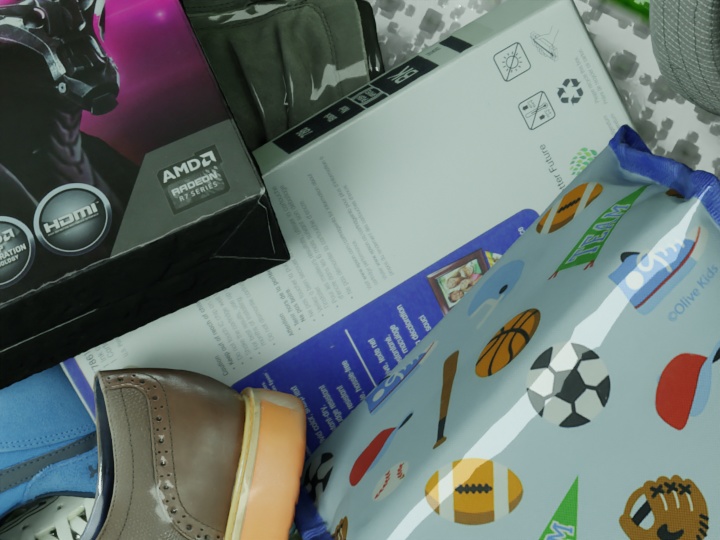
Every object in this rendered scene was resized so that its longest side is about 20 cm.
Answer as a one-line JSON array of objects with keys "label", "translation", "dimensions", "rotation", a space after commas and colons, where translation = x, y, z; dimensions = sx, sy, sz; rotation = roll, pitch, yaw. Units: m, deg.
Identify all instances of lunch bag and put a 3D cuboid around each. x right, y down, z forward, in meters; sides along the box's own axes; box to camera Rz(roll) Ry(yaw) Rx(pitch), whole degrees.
[{"label": "lunch bag", "translation": [0.102, 0.084, 0.922], "dimensions": [0.200, 0.124, 0.170], "rotation": [42, 94, -17]}]

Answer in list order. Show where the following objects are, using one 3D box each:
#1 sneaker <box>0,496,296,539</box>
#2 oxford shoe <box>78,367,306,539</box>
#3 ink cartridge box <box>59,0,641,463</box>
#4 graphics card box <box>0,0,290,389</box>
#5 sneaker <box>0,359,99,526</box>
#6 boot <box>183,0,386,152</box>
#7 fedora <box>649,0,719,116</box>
[{"label": "sneaker", "translation": [-0.096, 0.107, 0.992], "dimensions": [0.200, 0.072, 0.072], "rotation": [-39, 78, 6]}, {"label": "oxford shoe", "translation": [-0.074, 0.128, 0.895], "dimensions": [0.072, 0.071, 0.201], "rotation": [15, 78, -13]}, {"label": "ink cartridge box", "translation": [0.000, 0.000, 0.952], "dimensions": [0.199, 0.039, 0.100], "rotation": [-30, 108, -8]}, {"label": "graphics card box", "translation": [-0.115, -0.067, 0.926], "dimensions": [0.125, 0.051, 0.201], "rotation": [-22, 63, -3]}, {"label": "sneaker", "translation": [-0.168, 0.089, 0.947], "dimensions": [0.199, 0.066, 0.079], "rotation": [-29, 96, 7]}, {"label": "boot", "translation": [-0.082, -0.099, 1.011], "dimensions": [0.130, 0.068, 0.200], "rotation": [-30, 64, -12]}, {"label": "fedora", "translation": [0.160, -0.138, 0.926], "dimensions": [0.200, 0.177, 0.090], "rotation": [-43, 50, 8]}]
